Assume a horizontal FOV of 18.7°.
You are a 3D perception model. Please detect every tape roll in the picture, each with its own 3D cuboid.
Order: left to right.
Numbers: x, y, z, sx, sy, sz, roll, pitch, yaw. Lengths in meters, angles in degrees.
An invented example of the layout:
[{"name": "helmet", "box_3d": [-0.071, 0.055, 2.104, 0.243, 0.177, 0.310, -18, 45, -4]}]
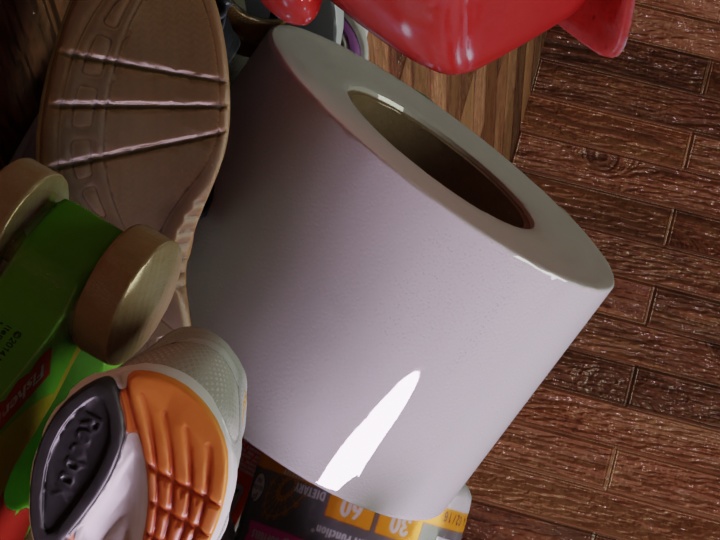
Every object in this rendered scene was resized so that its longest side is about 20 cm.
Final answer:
[{"name": "tape roll", "box_3d": [0.000, 0.000, 1.026, 0.140, 0.202, 0.203, -53, 177, 13]}]

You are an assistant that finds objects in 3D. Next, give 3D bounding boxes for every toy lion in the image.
[{"name": "toy lion", "box_3d": [-0.143, 0.091, 0.728, 0.200, 0.068, 0.193, -52, 164, -38]}]

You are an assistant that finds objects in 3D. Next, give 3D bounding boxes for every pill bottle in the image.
[{"name": "pill bottle", "box_3d": [-0.022, 0.190, 1.140, 0.116, 0.115, 0.202, 49, 58, -81]}]

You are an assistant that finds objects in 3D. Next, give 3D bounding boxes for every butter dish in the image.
[{"name": "butter dish", "box_3d": [0.012, -0.161, 0.923, 0.148, 0.200, 0.200, -41, 162, -17]}]

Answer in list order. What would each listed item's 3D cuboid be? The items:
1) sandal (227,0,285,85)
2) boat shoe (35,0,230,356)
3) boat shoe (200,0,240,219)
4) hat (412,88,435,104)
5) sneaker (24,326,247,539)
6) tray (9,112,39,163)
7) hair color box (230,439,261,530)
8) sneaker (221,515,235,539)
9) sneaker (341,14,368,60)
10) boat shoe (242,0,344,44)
[{"name": "sandal", "box_3d": [-0.057, -0.142, 1.030, 0.201, 0.054, 0.082, 95, 12, -49]}, {"name": "boat shoe", "box_3d": [-0.093, -0.025, 0.832, 0.072, 0.071, 0.202, -150, -121, -67]}, {"name": "boat shoe", "box_3d": [-0.080, -0.107, 0.910, 0.075, 0.062, 0.202, -60, 161, -58]}, {"name": "hat", "box_3d": [-0.041, -0.065, 1.394, 0.166, 0.176, 0.200, -44, 134, -5]}, {"name": "sneaker", "box_3d": [-0.085, 0.107, 0.708, 0.201, 0.075, 0.092, -59, 178, 22]}, {"name": "tray", "box_3d": [-0.139, 0.014, 0.837, 0.108, 0.022, 0.201, 95, 12, -44]}, {"name": "hair color box", "box_3d": [-0.043, 0.042, 1.255, 0.201, 0.064, 0.111, -61, 176, 13]}, {"name": "sneaker", "box_3d": [-0.109, 0.189, 1.228, 0.112, 0.077, 0.202, -100, -164, -73]}, {"name": "sneaker", "box_3d": [-0.021, -0.138, 1.226, 0.100, 0.074, 0.202, 68, 37, -76]}, {"name": "boat shoe", "box_3d": [-0.037, -0.169, 1.119, 0.066, 0.069, 0.202, -63, 157, -53]}]
